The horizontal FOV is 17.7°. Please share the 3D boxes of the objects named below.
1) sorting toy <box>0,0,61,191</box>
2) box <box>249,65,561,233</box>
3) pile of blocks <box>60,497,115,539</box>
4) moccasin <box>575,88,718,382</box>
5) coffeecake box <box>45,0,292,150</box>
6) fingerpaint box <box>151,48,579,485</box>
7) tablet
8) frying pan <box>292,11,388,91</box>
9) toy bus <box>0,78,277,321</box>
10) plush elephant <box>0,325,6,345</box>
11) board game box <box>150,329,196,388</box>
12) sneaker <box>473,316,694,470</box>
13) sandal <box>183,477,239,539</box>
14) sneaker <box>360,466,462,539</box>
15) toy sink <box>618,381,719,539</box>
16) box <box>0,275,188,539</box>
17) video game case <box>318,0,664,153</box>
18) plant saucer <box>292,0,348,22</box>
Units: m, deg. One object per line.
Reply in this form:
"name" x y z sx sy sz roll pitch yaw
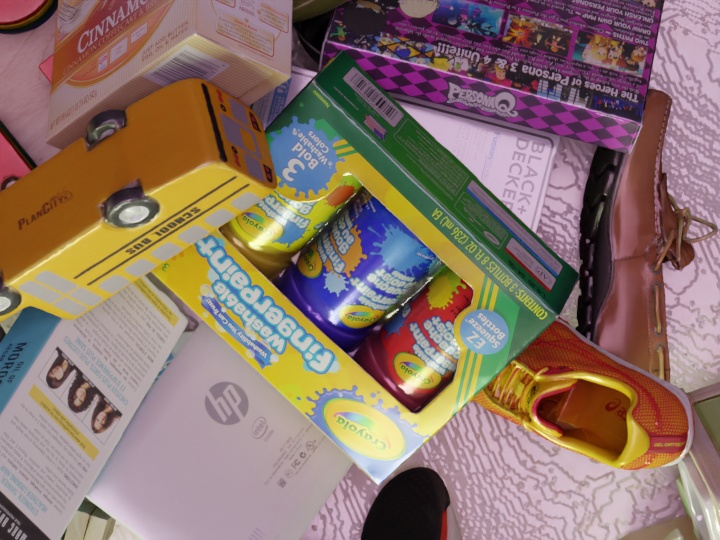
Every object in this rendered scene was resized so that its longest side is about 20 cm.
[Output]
"sorting toy" -0.237 -0.120 1.467 0.200 0.070 0.199 -38 89 0
"box" 0.018 -0.056 1.470 0.199 0.060 0.117 16 89 0
"pile of blocks" -0.235 0.179 1.449 0.200 0.062 0.082 -37 94 9
"moccasin" 0.181 -0.013 1.462 0.077 0.074 0.203 4 87 -7
"coffeecake box" -0.112 -0.180 1.388 0.073 0.153 0.201 22 55 -34
"fingerpaint box" 0.000 0.000 1.385 0.200 0.073 0.167 44 116 -4
"tablet" -0.068 0.097 1.437 0.130 0.014 0.200 37 65 -1
"frying pan" 0.040 -0.156 1.479 0.189 0.031 0.115 -16 46 -36
"toy bus" -0.151 -0.032 1.335 0.200 0.078 0.065 -31 57 23
"plush elephant" -0.287 0.057 1.425 0.154 0.200 0.166 -18 116 -33
"board game box" -0.115 0.087 1.485 0.199 0.030 0.096 -6 88 -2
"sneaker" 0.113 0.067 1.416 0.200 0.077 0.073 17 100 45
"sandal" -0.047 0.187 1.454 0.059 0.079 0.207 -38 94 -20
"sneaker" 0.054 0.233 1.463 0.067 0.108 0.202 -21 52 27
"toy sink" 0.252 0.136 1.412 0.199 0.131 0.112 -18 118 1
"box" -0.187 0.081 1.394 0.082 0.049 0.200 50 54 -30
"video game case" 0.089 -0.173 1.438 0.199 0.036 0.182 14 53 0
"plant saucer" -0.019 -0.223 1.430 0.200 0.200 0.031 -46 126 -1
